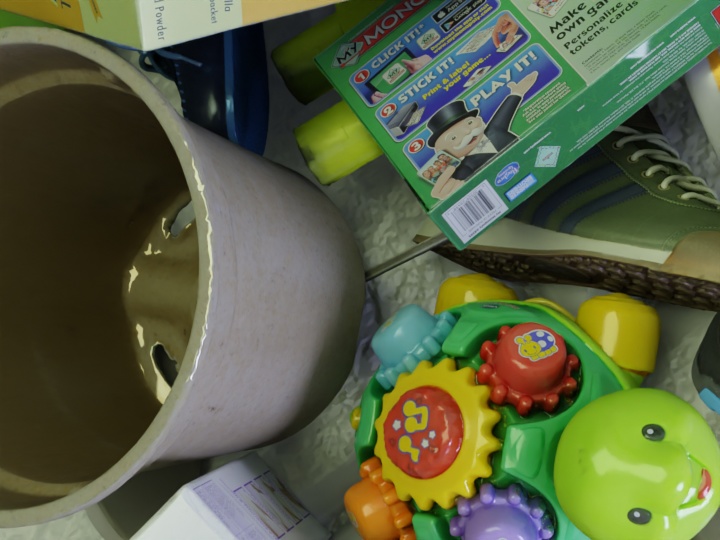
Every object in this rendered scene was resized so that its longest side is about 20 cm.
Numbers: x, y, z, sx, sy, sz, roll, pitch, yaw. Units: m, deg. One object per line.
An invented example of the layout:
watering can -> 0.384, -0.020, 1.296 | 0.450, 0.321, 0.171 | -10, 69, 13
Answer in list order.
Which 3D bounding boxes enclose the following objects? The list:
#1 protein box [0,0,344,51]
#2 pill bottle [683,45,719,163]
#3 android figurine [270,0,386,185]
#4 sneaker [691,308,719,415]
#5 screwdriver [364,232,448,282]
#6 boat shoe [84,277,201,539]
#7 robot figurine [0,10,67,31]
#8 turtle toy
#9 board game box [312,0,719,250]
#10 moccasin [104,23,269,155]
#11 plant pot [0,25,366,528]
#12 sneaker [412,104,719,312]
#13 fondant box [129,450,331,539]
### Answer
protein box -> -0.071, -0.191, 1.088 | 0.200, 0.198, 0.135 | 20, 121, 50
pill bottle -> 0.238, -0.110, 1.074 | 0.200, 0.112, 0.112 | -21, 69, 19
android figurine -> 0.056, -0.116, 1.160 | 0.200, 0.041, 0.182 | -30, 41, 10
sneaker -> 0.205, -0.016, 1.006 | 0.200, 0.082, 0.073 | -37, 55, -19
screwdriver -> 0.000, 0.000, 1.170 | 0.200, 0.028, 0.029 | -32, 58, 36
boat shoe -> -0.141, 0.041, 1.244 | 0.093, 0.075, 0.201 | -21, 80, 52
robot figurine -> -0.201, -0.129, 1.265 | 0.115, 0.175, 0.201 | 16, 64, -16
turtle toy -> 0.070, 0.075, 1.092 | 0.200, 0.101, 0.146 | 7, 87, 38
board game box -> 0.087, -0.112, 1.080 | 0.200, 0.029, 0.135 | -38, 39, 3
moccasin -> -0.086, -0.131, 1.254 | 0.068, 0.081, 0.200 | -12, 59, 7
plant pot -> -0.098, 0.010, 1.104 | 0.200, 0.183, 0.201 | -3, 83, 30
sneaker -> 0.110, -0.038, 1.122 | 0.200, 0.067, 0.090 | 9, 77, 45
fondant box -> -0.090, 0.153, 1.104 | 0.058, 0.200, 0.144 | 45, 94, 3
